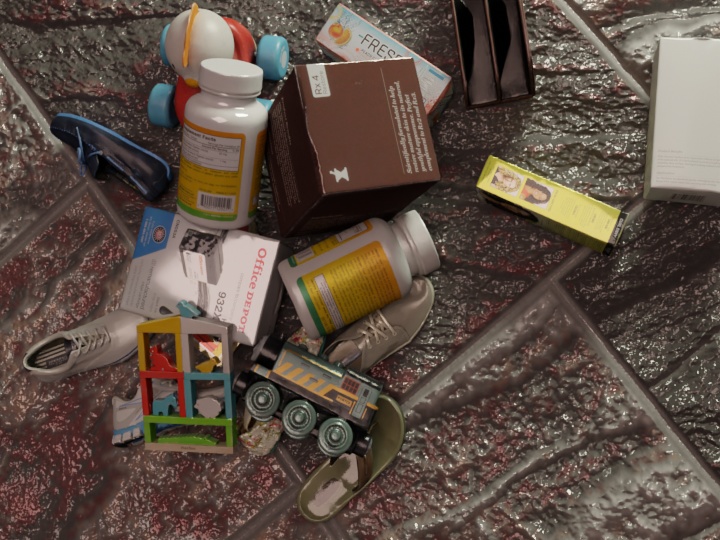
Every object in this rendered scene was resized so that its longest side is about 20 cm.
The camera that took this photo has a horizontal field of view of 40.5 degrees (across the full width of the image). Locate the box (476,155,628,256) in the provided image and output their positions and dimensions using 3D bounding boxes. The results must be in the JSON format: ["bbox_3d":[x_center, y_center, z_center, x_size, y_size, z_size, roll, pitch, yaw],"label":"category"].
[{"bbox_3d":[0.252,-0.085,1.297,0.197,0.075,0.051,24,85,13],"label":"box"}]

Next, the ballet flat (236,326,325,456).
[{"bbox_3d":[-0.111,0.156,1.328,0.063,0.075,0.203,26,87,-30],"label":"ballet flat"}]

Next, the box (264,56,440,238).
[{"bbox_3d":[-0.021,-0.154,1.263,0.161,0.200,0.169,-8,80,-21],"label":"box"}]

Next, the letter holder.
[{"bbox_3d":[0.171,-0.341,1.306,0.098,0.142,0.204,-9,82,9],"label":"letter holder"}]

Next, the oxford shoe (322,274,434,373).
[{"bbox_3d":[0.023,0.083,1.325,0.199,0.058,0.075,-42,74,1],"label":"oxford shoe"}]

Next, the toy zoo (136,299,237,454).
[{"bbox_3d":[-0.229,0.139,1.287,0.128,0.020,0.204,0,100,13],"label":"toy zoo"}]

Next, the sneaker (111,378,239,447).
[{"bbox_3d":[-0.263,0.178,1.359,0.196,0.075,0.088,-18,75,7],"label":"sneaker"}]

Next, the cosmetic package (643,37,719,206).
[{"bbox_3d":[0.434,-0.195,1.274,0.110,0.081,0.204,6,83,10],"label":"cosmetic package"}]

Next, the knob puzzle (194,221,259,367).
[{"bbox_3d":[-0.218,0.005,1.391,0.215,0.030,0.225,-1,83,10],"label":"knob puzzle"}]

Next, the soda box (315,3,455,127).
[{"bbox_3d":[0.036,-0.285,1.361,0.199,0.068,0.064,37,90,12],"label":"soda box"}]

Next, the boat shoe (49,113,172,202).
[{"bbox_3d":[-0.371,-0.164,1.410,0.197,0.084,0.070,24,76,14],"label":"boat shoe"}]

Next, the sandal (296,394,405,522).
[{"bbox_3d":[-0.011,0.258,1.309,0.079,0.057,0.202,38,91,12],"label":"sandal"}]

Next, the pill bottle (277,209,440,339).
[{"bbox_3d":[0.000,0.000,1.288,0.197,0.113,0.114,-26,79,-4],"label":"pill bottle"}]

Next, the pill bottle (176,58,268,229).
[{"bbox_3d":[-0.179,-0.167,1.280,0.109,0.111,0.204,15,114,11],"label":"pill bottle"}]

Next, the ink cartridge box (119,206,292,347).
[{"bbox_3d":[-0.207,0.010,1.329,0.196,0.084,0.148,14,87,9],"label":"ink cartridge box"}]

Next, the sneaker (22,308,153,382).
[{"bbox_3d":[-0.386,0.108,1.387,0.197,0.071,0.074,-27,79,6],"label":"sneaker"}]

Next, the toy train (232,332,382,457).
[{"bbox_3d":[-0.065,0.163,1.266,0.197,0.085,0.115,26,76,4],"label":"toy train"}]

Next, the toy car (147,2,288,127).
[{"bbox_3d":[-0.216,-0.280,1.339,0.181,0.200,0.181,10,85,11],"label":"toy car"}]
